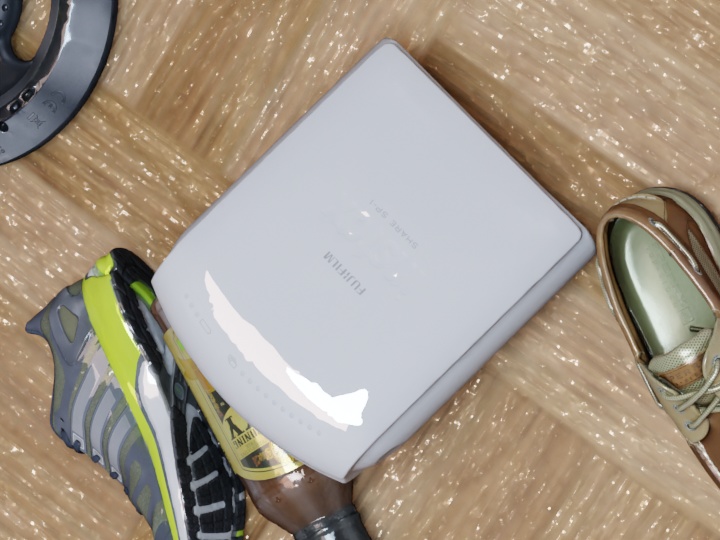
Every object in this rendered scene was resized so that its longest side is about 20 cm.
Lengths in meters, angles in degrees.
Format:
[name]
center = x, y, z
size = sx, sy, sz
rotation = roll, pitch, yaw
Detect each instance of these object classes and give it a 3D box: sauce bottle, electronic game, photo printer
[sauce bottle]
center = -0.045, 0.091, 1.619
size = 0.065, 0.065, 0.201
rotation = -33, 81, 18
[electronic game]
center = -0.232, -0.158, 1.693
size = 0.199, 0.042, 0.201
rotation = 0, 91, 20
[photo printer]
center = 0.000, 0.000, 1.563
size = 0.200, 0.069, 0.166
rotation = -44, 80, -4

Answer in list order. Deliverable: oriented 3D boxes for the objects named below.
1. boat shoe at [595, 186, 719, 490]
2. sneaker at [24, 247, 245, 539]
[boat shoe]
center = 0.176, 0.050, 1.520
size = 0.076, 0.074, 0.201
rotation = -36, 75, 27
[sneaker]
center = -0.127, 0.093, 1.653
size = 0.081, 0.074, 0.201
rotation = -26, 75, 26
